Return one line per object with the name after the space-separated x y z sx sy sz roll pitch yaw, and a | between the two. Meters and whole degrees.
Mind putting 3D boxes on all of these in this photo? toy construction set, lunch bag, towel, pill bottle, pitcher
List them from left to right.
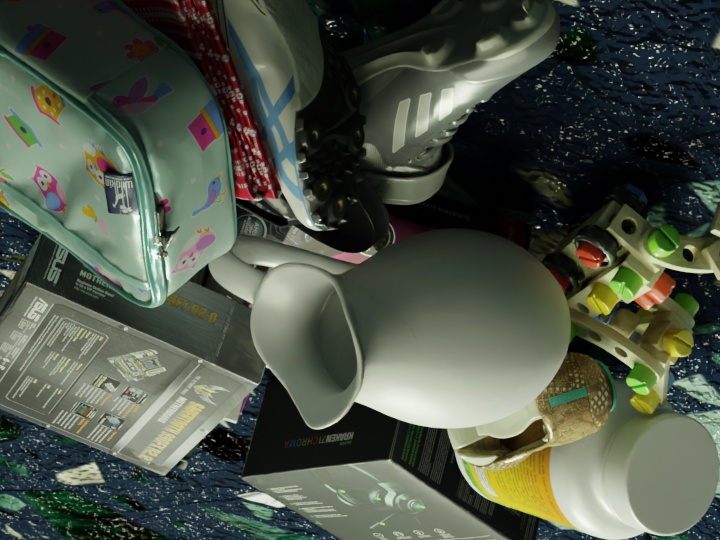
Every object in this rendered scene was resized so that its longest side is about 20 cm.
-0.155 -0.075 1.097 0.199 0.077 0.161 37 147 27 | lunch bag
-0.122 -0.130 1.096 0.144 0.022 0.202 11 129 51 | towel
0.018 0.023 1.237 0.199 0.122 0.171 -2 -146 -42 | pitcher
0.161 0.129 1.437 0.111 0.112 0.199 29 171 -28 | pill bottle
0.187 0.010 1.276 0.131 0.092 0.200 39 144 -2 | toy construction set

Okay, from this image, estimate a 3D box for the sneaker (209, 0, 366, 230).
-0.054 -0.116 1.099 0.072 0.072 0.202 -12 105 38 | sneaker

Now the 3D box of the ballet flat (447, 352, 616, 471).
0.096 0.098 1.363 0.065 0.071 0.200 -14 169 -28 | ballet flat

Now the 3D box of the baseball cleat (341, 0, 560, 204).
0.044 -0.097 1.144 0.199 0.070 0.107 -10 129 40 | baseball cleat

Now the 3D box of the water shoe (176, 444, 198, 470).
-0.187 0.099 1.599 0.071 0.080 0.199 24 178 -34 | water shoe

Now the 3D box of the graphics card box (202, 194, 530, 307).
0.000 0.000 1.342 0.198 0.051 0.126 18 121 -5 | graphics card box

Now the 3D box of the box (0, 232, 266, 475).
-0.160 0.055 1.296 0.157 0.049 0.200 23 151 -13 | box

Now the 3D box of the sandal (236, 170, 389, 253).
-0.075 -0.065 1.172 0.199 0.043 0.076 32 150 4 | sandal

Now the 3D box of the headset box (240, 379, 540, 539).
0.026 0.158 1.650 0.173 0.094 0.199 -12 143 44 | headset box

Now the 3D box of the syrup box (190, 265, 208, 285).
-0.084 0.011 1.431 0.198 0.082 0.079 17 157 -5 | syrup box

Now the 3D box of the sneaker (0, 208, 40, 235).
-0.214 -0.068 1.302 0.199 0.081 0.146 25 173 -40 | sneaker

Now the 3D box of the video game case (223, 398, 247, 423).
-0.163 0.053 1.490 0.179 0.036 0.200 16 -173 -1 | video game case
